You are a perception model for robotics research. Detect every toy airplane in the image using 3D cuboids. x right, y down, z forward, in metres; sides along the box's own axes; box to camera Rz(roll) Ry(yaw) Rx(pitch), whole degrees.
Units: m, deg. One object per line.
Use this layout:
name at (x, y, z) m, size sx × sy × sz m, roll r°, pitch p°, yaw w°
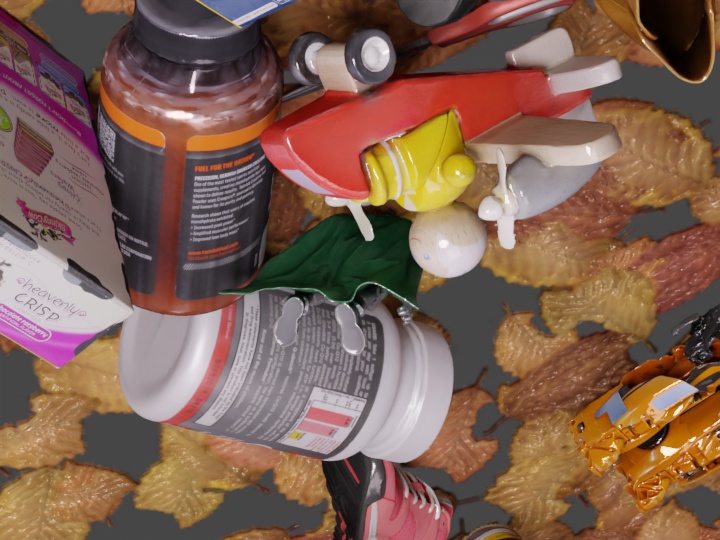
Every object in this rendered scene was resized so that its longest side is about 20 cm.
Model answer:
toy airplane at (0.058, -0.068, 1.257) m, size 0.198 × 0.200 × 0.142 m, roll -1°, pitch 95°, yaw 12°

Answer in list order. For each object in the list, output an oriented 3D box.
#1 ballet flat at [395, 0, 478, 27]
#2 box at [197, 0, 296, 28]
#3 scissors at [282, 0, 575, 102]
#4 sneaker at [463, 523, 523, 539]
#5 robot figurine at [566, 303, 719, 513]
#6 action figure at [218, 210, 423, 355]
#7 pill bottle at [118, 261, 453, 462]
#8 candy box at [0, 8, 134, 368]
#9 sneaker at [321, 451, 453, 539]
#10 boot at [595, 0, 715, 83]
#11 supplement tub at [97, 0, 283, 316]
ballet flat at (0.077, -0.224, 1.233) m, size 0.066 × 0.057 × 0.200 m, roll 32°, pitch 117°, yaw -8°
box at (-0.112, -0.206, 1.127) m, size 0.200 × 0.065 × 0.070 m, roll 30°, pitch 153°, yaw -29°
scissors at (0.039, -0.137, 1.300) m, size 0.199 × 0.014 × 0.073 m, roll -17°, pitch 177°, yaw 3°
sneaker at (0.069, 0.287, 1.626) m, size 0.075 × 0.090 × 0.201 m, roll 25°, pitch 100°, yaw -27°
robot figurine at (0.259, 0.093, 1.597) m, size 0.200 × 0.058 × 0.145 m, roll -34°, pitch 136°, yaw 18°
action figure at (0.000, 0.000, 1.342) m, size 0.118 × 0.200 × 0.055 m, roll 9°, pitch 109°, yaw 13°
pill bottle at (-0.046, 0.059, 1.421) m, size 0.199 × 0.116 × 0.116 m, roll 17°, pitch 127°, yaw -31°
candy box at (-0.201, -0.061, 1.186) m, size 0.061 × 0.200 × 0.136 m, roll -36°, pitch 134°, yaw 18°
sneaker at (0.024, 0.170, 1.605) m, size 0.086 × 0.074 × 0.201 m, roll -20°, pitch 145°, yaw -12°
boot at (0.173, -0.150, 1.257) m, size 0.071 × 0.144 × 0.201 m, roll -26°, pitch 137°, yaw 10°
supplement tub at (-0.099, -0.077, 1.270) m, size 0.106 × 0.107 × 0.201 m, roll -4°, pitch 134°, yaw -14°
